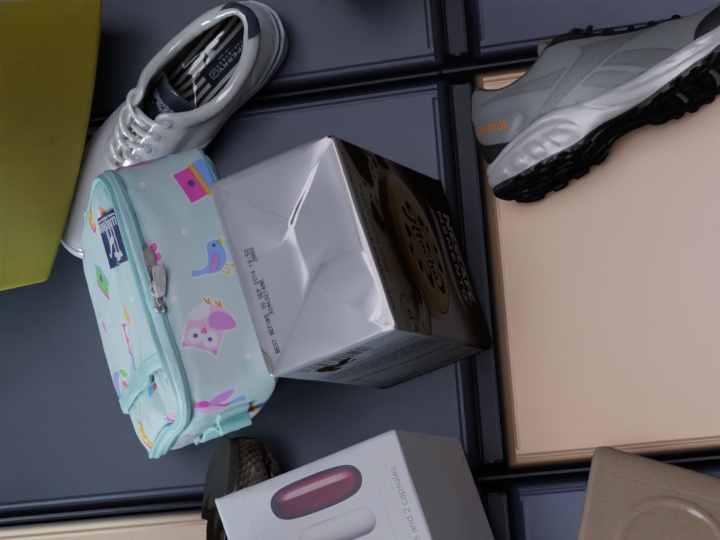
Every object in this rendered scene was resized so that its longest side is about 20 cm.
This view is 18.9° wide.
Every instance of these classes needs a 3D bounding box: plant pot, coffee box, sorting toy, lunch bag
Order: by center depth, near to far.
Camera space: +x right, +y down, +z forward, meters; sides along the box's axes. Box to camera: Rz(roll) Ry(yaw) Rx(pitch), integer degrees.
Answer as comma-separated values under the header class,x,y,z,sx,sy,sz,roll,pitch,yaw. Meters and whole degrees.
class,x,y,z,sx,sy,sz,roll,pitch,yaw
sorting toy,0.199,0.199,1.167,0.184,0.037,0.201,15,50,0
coffee box,0.000,0.000,1.231,0.080,0.200,0.114,-21,80,15
lunch bag,-0.109,0.026,1.260,0.077,0.200,0.161,-13,80,-13
plant pot,-0.287,-0.072,1.320,0.199,0.200,0.177,1,97,31

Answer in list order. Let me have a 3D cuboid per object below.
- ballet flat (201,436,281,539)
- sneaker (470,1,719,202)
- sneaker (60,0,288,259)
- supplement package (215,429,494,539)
class,x,y,z,sx,sy,sz,roll,pitch,yaw
ballet flat,-0.076,0.199,1.290,0.046,0.067,0.201,14,72,-21
sneaker,0.152,-0.118,1.268,0.200,0.074,0.080,-28,72,12
sneaker,-0.128,-0.092,1.346,0.073,0.071,0.200,40,97,17
supplement package,0.021,0.203,1.199,0.110,0.156,0.201,-22,78,13
